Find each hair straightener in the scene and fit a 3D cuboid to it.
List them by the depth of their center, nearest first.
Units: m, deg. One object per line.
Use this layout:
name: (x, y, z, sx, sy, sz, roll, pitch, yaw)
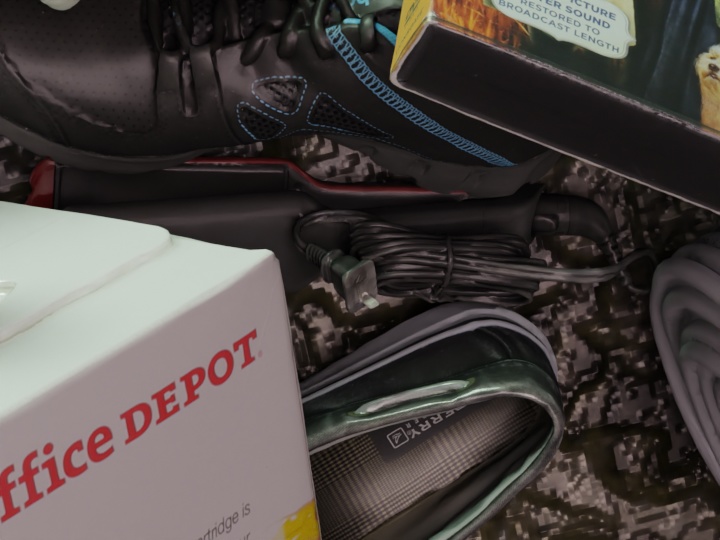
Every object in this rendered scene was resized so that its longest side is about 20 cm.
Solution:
hair straightener: (0.000, 0.000, 0.904, 0.199, 0.077, 0.041, 5, 117, -15)

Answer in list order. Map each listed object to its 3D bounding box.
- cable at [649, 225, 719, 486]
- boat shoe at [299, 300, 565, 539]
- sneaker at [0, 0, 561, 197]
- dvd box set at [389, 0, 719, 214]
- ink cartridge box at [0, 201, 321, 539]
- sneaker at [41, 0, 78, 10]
cable: (0.162, 0.068, 0.881, 0.069, 0.200, 0.200, -32, 66, -5)
boat shoe: (-0.026, 0.077, 0.909, 0.200, 0.071, 0.072, -37, 105, 4)
sneaker: (-0.023, -0.072, 0.875, 0.199, 0.082, 0.074, 2, 67, -16)
dvd box set: (0.090, -0.106, 0.855, 0.146, 0.201, 0.029, 21, 138, -12)
ink cartridge box: (-0.105, 0.099, 0.802, 0.147, 0.144, 0.201, -31, 122, -45)
sneaker: (-0.114, -0.174, 0.797, 0.111, 0.077, 0.200, -47, 112, -1)
